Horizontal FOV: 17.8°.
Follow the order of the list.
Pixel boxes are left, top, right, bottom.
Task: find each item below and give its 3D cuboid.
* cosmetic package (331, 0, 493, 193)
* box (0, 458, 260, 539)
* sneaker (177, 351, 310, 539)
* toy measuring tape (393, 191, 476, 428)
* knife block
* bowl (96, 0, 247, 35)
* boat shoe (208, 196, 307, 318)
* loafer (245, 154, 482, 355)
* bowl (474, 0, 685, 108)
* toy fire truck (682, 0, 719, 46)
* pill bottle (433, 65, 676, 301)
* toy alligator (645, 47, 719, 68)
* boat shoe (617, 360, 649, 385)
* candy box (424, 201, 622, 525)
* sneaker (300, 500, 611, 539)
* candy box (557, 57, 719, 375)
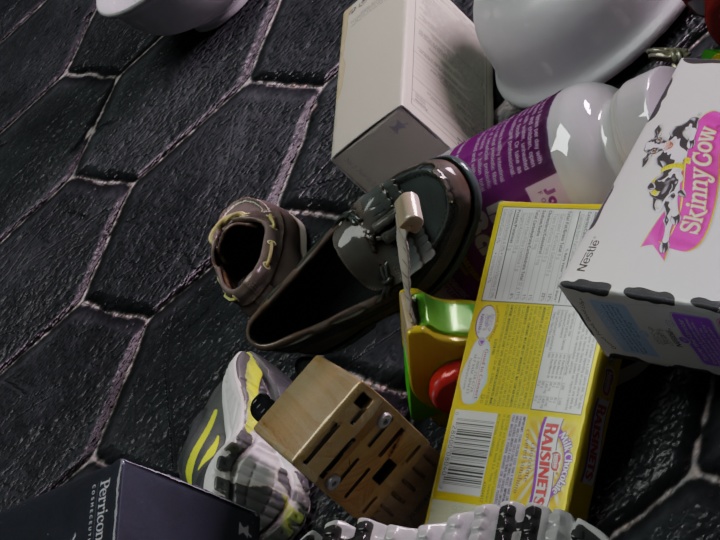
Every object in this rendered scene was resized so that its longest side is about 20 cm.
[{"bbox_3d":[0.041,-0.126,1.684,0.073,0.104,0.200,-35,27,27],"label":"cosmetic package"},{"bbox_3d":[-0.171,0.247,1.406,0.197,0.124,0.200,-24,52,37],"label":"box"},{"bbox_3d":[-0.083,0.143,1.552,0.085,0.074,0.200,-49,18,29],"label":"sneaker"},{"bbox_3d":[0.059,0.026,1.386,0.074,0.200,0.074,-2,47,2],"label":"toy measuring tape"},{"bbox_3d":[-0.026,0.091,1.410,0.176,0.200,0.064,37,84,35],"label":"knife block"},{"bbox_3d":[-0.156,-0.296,2.239,0.201,0.090,0.201,-37,27,22],"label":"bowl"},{"bbox_3d":[-0.082,-0.014,1.763,0.072,0.060,0.200,-44,26,10],"label":"boat shoe"},{"bbox_3d":[0.000,0.000,1.431,0.063,0.072,0.200,-13,-22,-42],"label":"loafer"},{"bbox_3d":[0.149,-0.220,1.649,0.201,0.090,0.201,-37,27,22],"label":"bowl"},{"bbox_3d":[0.254,-0.243,1.442,0.200,0.168,0.112,-30,31,32],"label":"toy fire truck"},{"bbox_3d":[0.125,-0.050,1.434,0.200,0.112,0.112,-27,32,37],"label":"pill bottle"},{"bbox_3d":[0.239,-0.107,1.415,0.200,0.059,0.054,14,105,61],"label":"toy alligator"},{"bbox_3d":[0.176,0.006,1.339,0.201,0.063,0.074,-32,29,27],"label":"boat shoe"},{"bbox_3d":[0.102,0.058,1.322,0.102,0.026,0.200,5,77,42],"label":"candy box"},{"bbox_3d":[0.058,0.179,1.272,0.200,0.081,0.075,-5,41,28],"label":"sneaker"},{"bbox_3d":[0.232,-0.026,1.230,0.200,0.072,0.168,8,58,41],"label":"candy box"}]
